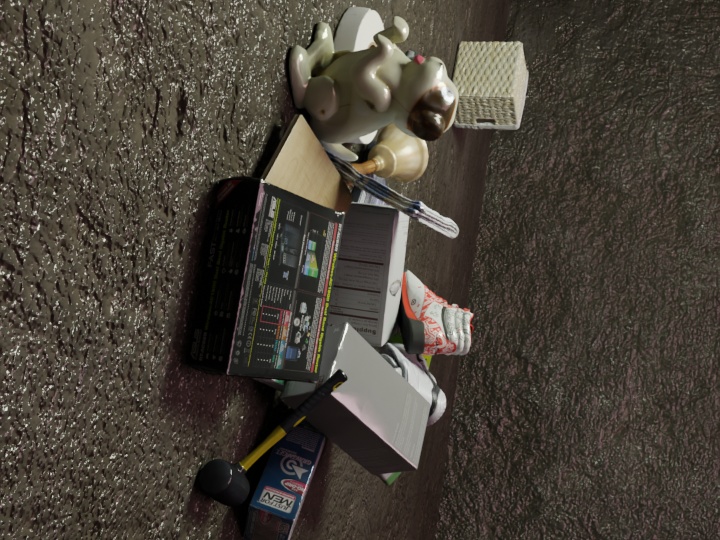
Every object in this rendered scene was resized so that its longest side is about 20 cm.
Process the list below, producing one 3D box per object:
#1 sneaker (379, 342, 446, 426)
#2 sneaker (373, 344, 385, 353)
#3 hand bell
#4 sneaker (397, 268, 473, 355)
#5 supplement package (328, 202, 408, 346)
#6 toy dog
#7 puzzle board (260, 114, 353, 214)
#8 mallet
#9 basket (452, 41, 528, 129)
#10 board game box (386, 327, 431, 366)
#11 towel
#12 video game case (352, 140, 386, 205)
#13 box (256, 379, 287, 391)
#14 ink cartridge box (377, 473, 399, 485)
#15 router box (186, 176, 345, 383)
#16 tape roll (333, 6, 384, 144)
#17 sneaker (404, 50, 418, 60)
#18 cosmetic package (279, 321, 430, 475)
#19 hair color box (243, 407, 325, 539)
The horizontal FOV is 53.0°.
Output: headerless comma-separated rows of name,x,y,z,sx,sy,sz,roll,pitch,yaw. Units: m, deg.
sneaker,0.052,0.148,1.110,0.115,0.075,0.200,42,5,-29
sneaker,0.021,0.051,1.254,0.075,0.088,0.201,35,62,-71
hand bell,0.016,-0.165,1.152,0.200,0.104,0.105,-33,130,-49
sneaker,0.115,0.067,1.145,0.202,0.107,0.068,-99,-164,-60
supplement package,0.000,0.000,1.094,0.117,0.117,0.201,-25,121,-75
toy dog,0.025,-0.222,0.929,0.140,0.199,0.195,-55,149,-58
puzzle board,-0.079,-0.063,0.867,0.151,0.017,0.201,55,48,-44
mallet,-0.095,0.179,0.804,0.200,0.041,0.066,-45,150,-6
basket,0.362,-0.523,2.051,0.161,0.197,0.201,52,48,-64
board game box,0.069,0.079,1.283,0.200,0.047,0.102,-124,-143,-52
towel,0.033,-0.106,0.985,0.024,0.200,0.147,-61,151,6
video game case,0.022,-0.114,1.312,0.200,0.019,0.143,75,26,-55
box,-0.093,0.050,0.932,0.144,0.036,0.201,52,48,-69
ink cartridge box,0.007,0.245,1.150,0.088,0.145,0.200,-45,153,-11
router box,-0.096,0.015,0.774,0.150,0.062,0.201,18,80,-54
tape roll,0.000,-0.298,1.116,0.203,0.037,0.204,8,90,-75
sneaker,0.129,-0.357,1.455,0.200,0.095,0.079,73,30,-53
cosmetic package,-0.001,0.171,0.942,0.200,0.090,0.107,46,44,-27
hair color box,-0.088,0.252,0.954,0.100,0.060,0.200,105,4,-45
